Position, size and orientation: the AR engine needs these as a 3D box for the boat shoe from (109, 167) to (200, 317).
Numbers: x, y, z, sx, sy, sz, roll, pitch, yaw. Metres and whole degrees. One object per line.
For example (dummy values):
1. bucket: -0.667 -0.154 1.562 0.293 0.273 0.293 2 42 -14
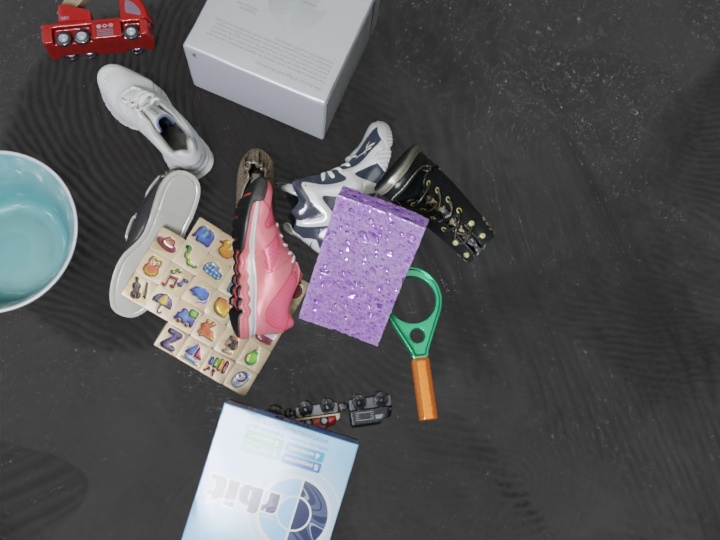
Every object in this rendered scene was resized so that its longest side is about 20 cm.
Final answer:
1. boat shoe: -0.270 -0.038 1.060 0.074 0.060 0.201 21 89 -31

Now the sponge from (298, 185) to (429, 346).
1. sponge: 0.000 0.000 1.012 0.111 0.201 0.030 21 37 1

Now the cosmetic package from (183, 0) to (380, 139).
1. cosmetic package: -0.100 -0.318 1.107 0.199 0.123 0.201 23 75 2

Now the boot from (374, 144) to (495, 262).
1. boot: 0.100 -0.079 1.032 0.154 0.204 0.073 45 102 2

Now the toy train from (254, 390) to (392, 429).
1. toy train: -0.058 0.186 1.036 0.199 0.034 0.046 -7 87 -5

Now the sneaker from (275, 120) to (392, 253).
1. sneaker: -0.041 -0.120 1.085 0.129 0.079 0.200 20 86 -8

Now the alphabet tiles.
1. alphabet tiles: -0.190 0.038 1.041 0.200 0.008 0.168 32 84 -9

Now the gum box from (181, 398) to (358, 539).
1. gum box: -0.111 0.276 0.985 0.169 0.045 0.201 18 87 0

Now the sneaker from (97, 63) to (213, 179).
1. sneaker: -0.272 -0.208 1.087 0.200 0.087 0.075 42 79 8

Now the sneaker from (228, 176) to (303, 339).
1. sneaker: -0.114 -0.015 1.027 0.086 0.074 0.201 2 96 -22

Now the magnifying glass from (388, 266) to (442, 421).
1. magnifying glass: 0.075 0.094 1.074 0.079 0.022 0.201 -6 75 -6

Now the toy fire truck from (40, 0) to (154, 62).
1. toy fire truck: -0.390 -0.364 1.136 0.199 0.049 0.142 -8 77 -6

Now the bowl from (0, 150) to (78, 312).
1. bowl: -0.440 -0.035 1.024 0.200 0.105 0.202 1 76 -4

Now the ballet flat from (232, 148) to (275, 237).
1. ballet flat: -0.136 -0.065 1.081 0.067 0.046 0.201 1 79 -5
